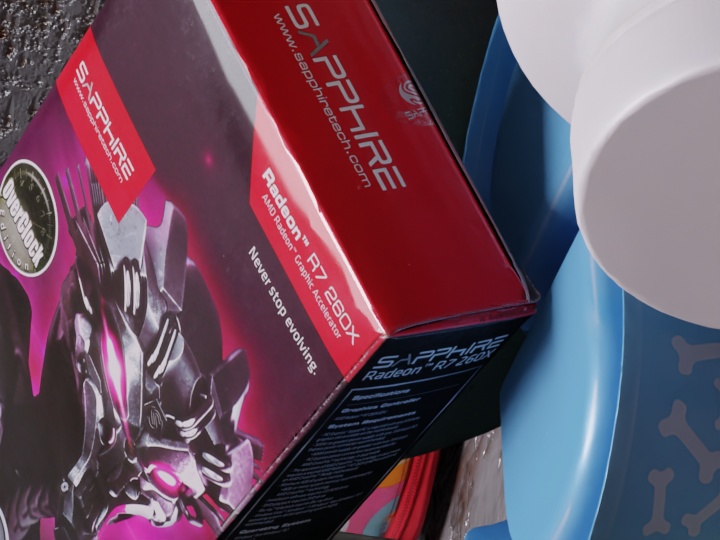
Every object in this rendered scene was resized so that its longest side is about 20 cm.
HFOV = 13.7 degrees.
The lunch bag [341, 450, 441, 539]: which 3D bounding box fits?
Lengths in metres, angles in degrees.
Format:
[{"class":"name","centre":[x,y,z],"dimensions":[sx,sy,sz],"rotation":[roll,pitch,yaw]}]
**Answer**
[{"class":"lunch bag","centre":[0.000,0.000,1.131],"dimensions":[0.176,0.082,0.201],"rotation":[-118,39,-74]}]

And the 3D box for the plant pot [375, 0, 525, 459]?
[{"class":"plant pot","centre":[0.018,-0.029,0.883],"dimensions":[0.200,0.134,0.201],"rotation":[-170,90,-81]}]

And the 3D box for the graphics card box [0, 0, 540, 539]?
[{"class":"graphics card box","centre":[-0.046,0.016,0.755],"dimensions":[0.200,0.051,0.126],"rotation":[-51,59,45]}]

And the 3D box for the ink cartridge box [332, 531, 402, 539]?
[{"class":"ink cartridge box","centre":[-0.020,0.178,0.856],"dimensions":[0.084,0.145,0.201],"rotation":[115,165,-76]}]

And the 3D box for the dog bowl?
[{"class":"dog bowl","centre":[0.062,0.003,0.702],"dimensions":[0.112,0.049,0.201],"rotation":[113,162,-46]}]

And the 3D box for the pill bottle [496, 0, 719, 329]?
[{"class":"pill bottle","centre":[0.083,-0.089,0.624],"dimensions":[0.112,0.111,0.201],"rotation":[111,166,-48]}]
